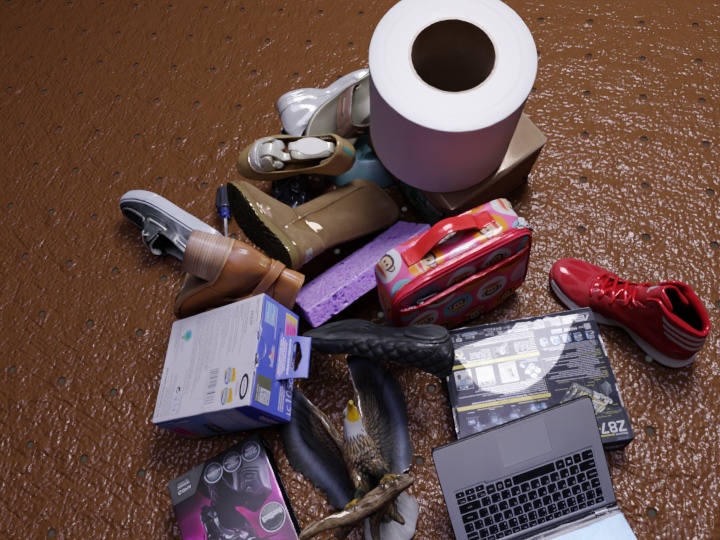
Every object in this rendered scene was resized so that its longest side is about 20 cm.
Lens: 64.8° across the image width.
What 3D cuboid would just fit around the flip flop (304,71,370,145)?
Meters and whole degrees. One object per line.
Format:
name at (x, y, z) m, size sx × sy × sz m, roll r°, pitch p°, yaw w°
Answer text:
flip flop at (-0.005, -0.236, 0.846) m, size 0.198 × 0.082 × 0.058 m, roll -39°, pitch 18°, yaw 0°

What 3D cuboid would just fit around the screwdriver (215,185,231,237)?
screwdriver at (-0.199, -0.070, 0.845) m, size 0.027 × 0.030 × 0.202 m, roll 11°, pitch 31°, yaw -24°

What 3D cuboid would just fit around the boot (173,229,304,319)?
boot at (-0.163, 0.035, 0.752) m, size 0.151 × 0.201 × 0.075 m, roll 20°, pitch 59°, yaw -10°

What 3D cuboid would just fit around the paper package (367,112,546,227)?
paper package at (0.134, -0.185, 0.826) m, size 0.188 × 0.104 × 0.202 m, roll -34°, pitch 73°, yaw -10°

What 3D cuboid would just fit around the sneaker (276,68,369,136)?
sneaker at (-0.029, -0.251, 0.900) m, size 0.195 × 0.075 × 0.091 m, roll -20°, pitch 79°, yaw -6°

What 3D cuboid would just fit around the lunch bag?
lunch bag at (0.114, -0.003, 0.701) m, size 0.196 × 0.178 × 0.083 m, roll -26°, pitch 58°, yaw -7°

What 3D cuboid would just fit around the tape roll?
tape roll at (0.107, -0.222, 0.712) m, size 0.196 × 0.140 × 0.209 m, roll 0°, pitch 71°, yaw 1°

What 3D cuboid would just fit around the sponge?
sponge at (0.000, 0.000, 0.765) m, size 0.197 × 0.030 × 0.111 m, roll -34°, pitch 16°, yaw -11°

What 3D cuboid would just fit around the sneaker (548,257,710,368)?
sneaker at (0.327, 0.023, 0.686) m, size 0.197 × 0.117 × 0.079 m, roll 32°, pitch 69°, yaw 24°

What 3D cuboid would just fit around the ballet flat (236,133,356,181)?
ballet flat at (-0.103, -0.171, 0.815) m, size 0.194 × 0.063 × 0.071 m, roll -2°, pitch 81°, yaw 19°

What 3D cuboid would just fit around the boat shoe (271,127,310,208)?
boat shoe at (-0.108, -0.139, 0.880) m, size 0.068 × 0.067 × 0.205 m, roll -4°, pitch 59°, yaw 7°

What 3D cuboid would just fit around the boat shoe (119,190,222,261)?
boat shoe at (-0.299, -0.060, 0.862) m, size 0.196 × 0.073 × 0.072 m, roll 23°, pitch 61°, yaw 19°

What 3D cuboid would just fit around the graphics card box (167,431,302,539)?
graphics card box at (-0.128, 0.304, 0.636) m, size 0.123 × 0.051 × 0.202 m, roll -26°, pitch 58°, yaw -6°

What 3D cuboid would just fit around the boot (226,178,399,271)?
boot at (-0.069, -0.090, 0.813) m, size 0.198 × 0.067 × 0.176 m, roll -29°, pitch 66°, yaw -35°

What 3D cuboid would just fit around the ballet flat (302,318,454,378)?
ballet flat at (0.015, 0.093, 0.666) m, size 0.195 × 0.059 × 0.066 m, roll 2°, pitch 18°, yaw 27°

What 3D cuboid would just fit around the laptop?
laptop at (0.191, 0.264, 0.565) m, size 0.182 × 0.116 × 0.206 m, roll -17°, pitch 97°, yaw -3°

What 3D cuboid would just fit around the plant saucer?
plant saucer at (0.012, -0.224, 0.929) m, size 0.193 × 0.036 × 0.205 m, roll -4°, pitch 59°, yaw 7°

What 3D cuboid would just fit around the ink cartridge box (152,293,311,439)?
ink cartridge box at (-0.151, 0.118, 0.690) m, size 0.196 × 0.076 × 0.140 m, roll -18°, pitch 55°, yaw 31°

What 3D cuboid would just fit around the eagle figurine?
eagle figurine at (-0.006, 0.199, 0.650) m, size 0.148 × 0.155 × 0.200 m, roll 17°, pitch 14°, yaw -22°

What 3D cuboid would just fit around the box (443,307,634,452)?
box at (0.201, 0.140, 0.679) m, size 0.194 × 0.050 × 0.165 m, roll -10°, pitch 57°, yaw 3°
